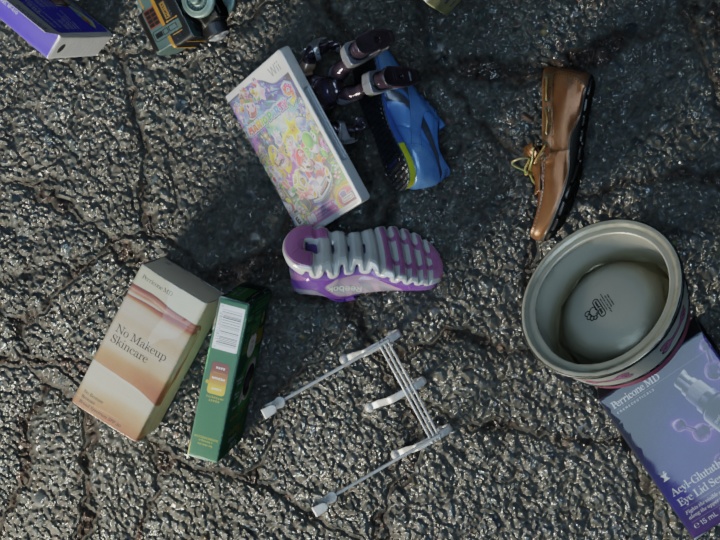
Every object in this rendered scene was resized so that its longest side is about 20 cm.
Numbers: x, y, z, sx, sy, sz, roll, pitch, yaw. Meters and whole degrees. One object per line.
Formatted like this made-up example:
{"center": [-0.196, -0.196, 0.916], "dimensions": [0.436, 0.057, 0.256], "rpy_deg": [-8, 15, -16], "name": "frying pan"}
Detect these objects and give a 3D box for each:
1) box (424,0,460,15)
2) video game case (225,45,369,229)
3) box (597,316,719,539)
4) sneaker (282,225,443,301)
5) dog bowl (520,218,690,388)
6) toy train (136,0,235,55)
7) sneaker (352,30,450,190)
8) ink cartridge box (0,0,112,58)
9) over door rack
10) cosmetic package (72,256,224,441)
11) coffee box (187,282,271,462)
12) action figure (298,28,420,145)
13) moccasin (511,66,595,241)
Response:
{"center": [0.114, -0.388, 1.491], "dimensions": [0.097, 0.200, 0.176], "rpy_deg": [46, 102, 2], "name": "box"}
{"center": [-0.078, -0.150, 1.600], "dimensions": [0.143, 0.018, 0.202], "rpy_deg": [-28, 91, 54], "name": "video game case"}
{"center": [0.389, 0.181, 1.555], "dimensions": [0.147, 0.104, 0.201], "rpy_deg": [-36, 90, 12], "name": "box"}
{"center": [0.000, 0.000, 1.622], "dimensions": [0.197, 0.081, 0.089], "rpy_deg": [4, 139, -8], "name": "sneaker"}
{"center": [0.287, 0.045, 1.527], "dimensions": [0.198, 0.074, 0.202], "rpy_deg": [-19, 53, 26], "name": "dog bowl"}
{"center": [-0.234, -0.359, 1.619], "dimensions": [0.113, 0.085, 0.202], "rpy_deg": [-26, 91, 21], "name": "toy train"}
{"center": [0.050, -0.194, 1.603], "dimensions": [0.078, 0.066, 0.202], "rpy_deg": [-16, 82, -25], "name": "sneaker"}
{"center": [-0.416, -0.328, 1.590], "dimensions": [0.198, 0.200, 0.044], "rpy_deg": [39, 104, 4], "name": "ink cartridge box"}
{"center": [-0.007, 0.182, 1.635], "dimensions": [0.198, 0.067, 0.149], "rpy_deg": [-30, 91, -9], "name": "over door rack"}
{"center": [-0.263, 0.097, 1.669], "dimensions": [0.103, 0.087, 0.202], "rpy_deg": [29, 100, 7], "name": "cosmetic package"}
{"center": [-0.160, 0.123, 1.637], "dimensions": [0.043, 0.123, 0.203], "rpy_deg": [13, 100, 7], "name": "coffee box"}
{"center": [-0.022, -0.216, 1.566], "dimensions": [0.199, 0.069, 0.132], "rpy_deg": [-17, 97, 53], "name": "action figure"}
{"center": [0.221, -0.137, 1.566], "dimensions": [0.077, 0.074, 0.204], "rpy_deg": [10, 101, 18], "name": "moccasin"}
